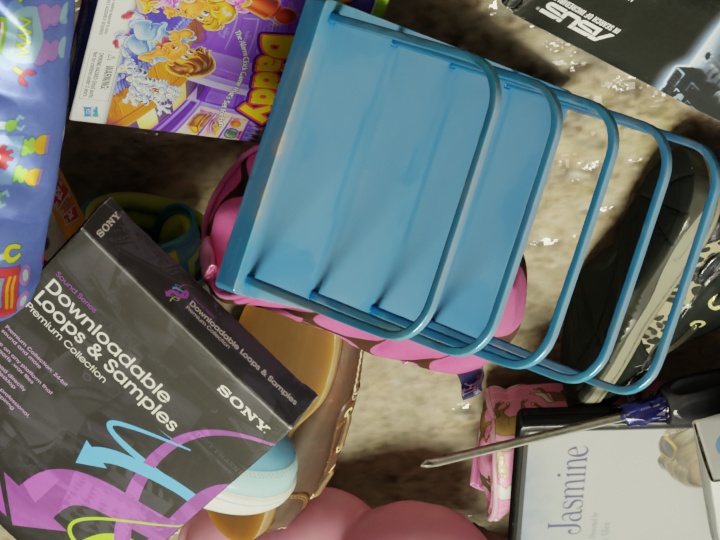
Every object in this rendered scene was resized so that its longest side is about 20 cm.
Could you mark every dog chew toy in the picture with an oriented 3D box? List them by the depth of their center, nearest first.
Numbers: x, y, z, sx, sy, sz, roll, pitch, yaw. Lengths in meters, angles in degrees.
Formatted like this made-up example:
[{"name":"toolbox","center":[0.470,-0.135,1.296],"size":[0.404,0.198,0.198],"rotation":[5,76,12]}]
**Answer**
[{"name":"dog chew toy","center":[-0.016,0.185,1.538],"size":[0.199,0.125,0.125],"rotation":[16,146,20]}]

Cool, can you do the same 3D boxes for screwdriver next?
[{"name":"screwdriver","center":[0.125,0.081,1.383],"size":[0.199,0.029,0.028],"rotation":[-11,110,-10]}]

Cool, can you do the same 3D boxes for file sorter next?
[{"name":"file sorter","center":[0.058,-0.026,1.197],"size":[0.122,0.140,0.199],"rotation":[22,-175,39]}]

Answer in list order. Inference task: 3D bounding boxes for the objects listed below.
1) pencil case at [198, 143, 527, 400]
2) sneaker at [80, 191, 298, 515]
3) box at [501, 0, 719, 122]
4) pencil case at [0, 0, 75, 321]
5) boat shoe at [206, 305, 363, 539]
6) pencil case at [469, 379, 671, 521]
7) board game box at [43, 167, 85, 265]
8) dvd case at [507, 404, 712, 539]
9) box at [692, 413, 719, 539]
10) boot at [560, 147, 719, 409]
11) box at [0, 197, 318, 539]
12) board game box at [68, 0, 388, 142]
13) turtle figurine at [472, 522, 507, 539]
[{"name":"pencil case","center":[0.000,0.000,1.308],"size":[0.093,0.091,0.200],"rotation":[-26,150,30]},{"name":"sneaker","center":[-0.092,0.040,1.357],"size":[0.200,0.080,0.131],"rotation":[36,127,-13]},{"name":"box","center":[0.185,-0.156,1.166],"size":[0.199,0.087,0.164],"rotation":[24,134,-31]},{"name":"pencil case","center":[-0.180,-0.072,1.184],"size":[0.086,0.078,0.201],"rotation":[-3,117,-30]},{"name":"boat shoe","center":[-0.035,0.066,1.446],"size":[0.070,0.070,0.201],"rotation":[-23,148,-40]},{"name":"pencil case","center":[0.163,0.101,1.492],"size":[0.198,0.083,0.087],"rotation":[-3,121,-2]},{"name":"board game box","center":[-0.168,0.014,1.313],"size":[0.095,0.030,0.201],"rotation":[-11,113,30]},{"name":"dvd case","center":[0.183,0.130,1.452],"size":[0.198,0.018,0.143],"rotation":[-1,132,-2]},{"name":"box","center":[0.281,0.101,1.366],"size":[0.199,0.041,0.156],"rotation":[-17,151,3]},{"name":"boot","center":[0.204,0.017,1.398],"size":[0.153,0.074,0.204],"rotation":[6,142,-17]},{"name":"box","center":[-0.132,0.070,1.292],"size":[0.143,0.036,0.200],"rotation":[43,129,-5]},{"name":"board game box","center":[-0.054,-0.144,1.192],"size":[0.133,0.045,0.201],"rotation":[6,141,-13]},{"name":"turtle figurine","center":[0.140,0.245,1.625],"size":[0.193,0.201,0.144],"rotation":[-15,175,7]}]
